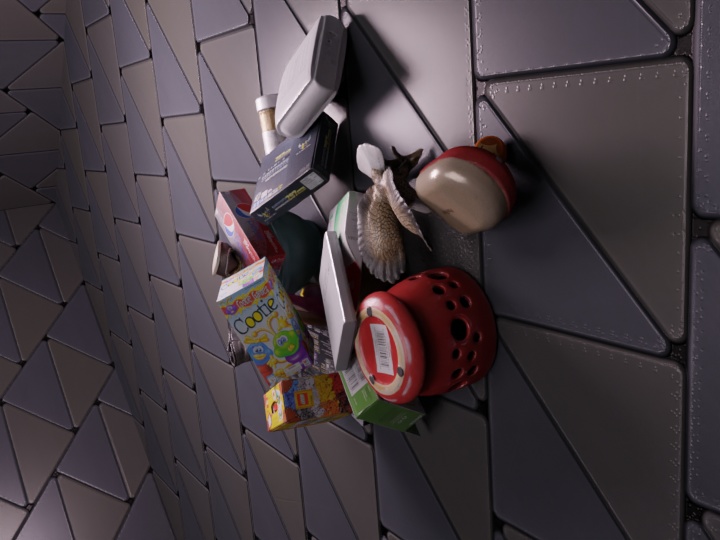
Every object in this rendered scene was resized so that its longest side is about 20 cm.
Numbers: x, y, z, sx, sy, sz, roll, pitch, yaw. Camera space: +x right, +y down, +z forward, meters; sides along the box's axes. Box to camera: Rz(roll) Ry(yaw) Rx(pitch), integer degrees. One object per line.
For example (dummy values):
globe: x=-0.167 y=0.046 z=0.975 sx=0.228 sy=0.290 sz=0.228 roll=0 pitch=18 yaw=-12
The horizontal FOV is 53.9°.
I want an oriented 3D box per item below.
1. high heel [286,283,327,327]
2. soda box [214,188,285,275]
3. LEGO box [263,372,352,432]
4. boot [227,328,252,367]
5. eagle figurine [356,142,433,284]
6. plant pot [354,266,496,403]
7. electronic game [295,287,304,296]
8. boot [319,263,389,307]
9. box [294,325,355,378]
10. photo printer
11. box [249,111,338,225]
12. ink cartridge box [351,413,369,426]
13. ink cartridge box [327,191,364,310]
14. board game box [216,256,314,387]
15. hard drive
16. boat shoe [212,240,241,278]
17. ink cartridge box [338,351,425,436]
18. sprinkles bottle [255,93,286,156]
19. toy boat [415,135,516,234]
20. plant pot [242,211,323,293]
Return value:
high heel: x=-0.151 y=0.090 z=1.429 sx=0.097 sy=0.195 sz=0.068 roll=64 pitch=148 yaw=30
soda box: x=-0.228 y=-0.075 z=1.449 sx=0.202 sy=0.062 sz=0.071 roll=55 pitch=140 yaw=29
LEGO box: x=-0.101 y=0.260 z=1.395 sx=0.200 sy=0.145 sz=0.079 roll=135 pitch=127 yaw=-65
boot: x=-0.239 y=0.133 z=1.607 sx=0.202 sy=0.127 sz=0.072 roll=-106 pitch=15 yaw=-58
eagle figurine: x=0.060 y=-0.106 z=1.169 sx=0.147 sy=0.204 sz=0.153 roll=0 pitch=147 yaw=20
plant pot: x=0.095 y=0.109 z=1.163 sx=0.199 sy=0.179 sz=0.206 roll=26 pitch=122 yaw=52
electronic game: x=-0.151 y=0.104 z=1.650 sx=0.198 sy=0.041 sz=0.206 roll=25 pitch=121 yaw=50
boot: x=0.000 y=0.000 z=1.379 sx=0.176 sy=0.065 sz=0.203 roll=49 pitch=134 yaw=32
box: x=-0.088 y=0.178 z=1.542 sx=0.197 sy=0.043 sz=0.165 roll=20 pitch=119 yaw=40
photo printer: x=-0.100 y=-0.359 z=1.348 sx=0.199 sy=0.068 sz=0.171 roll=-36 pitch=42 yaw=54
box: x=-0.132 y=-0.201 z=1.399 sx=0.198 sy=0.051 sz=0.161 roll=-28 pitch=41 yaw=38
ink cartridge box: x=0.036 y=0.190 z=1.352 sx=0.044 sy=0.092 sz=0.206 roll=31 pitch=125 yaw=47
ink cartridge box: x=-0.033 y=-0.025 z=1.292 sx=0.161 sy=0.049 sz=0.206 roll=151 pitch=129 yaw=-73
board game box: x=-0.178 y=0.099 z=1.354 sx=0.203 sy=0.103 sz=0.103 roll=61 pitch=-174 yaw=-20
hard drive: x=-0.042 y=0.051 z=1.233 sx=0.134 sy=0.026 sz=0.203 roll=101 pitch=162 yaw=-46
boat shoe: x=-0.277 y=-0.016 z=1.484 sx=0.200 sy=0.058 sz=0.074 roll=147 pitch=135 yaw=-78
ink cartridge box: x=0.054 y=0.223 z=1.271 sx=0.059 sy=0.198 sz=0.105 roll=-41 pitch=49 yaw=20
sprinkles bottle: x=-0.179 y=-0.277 z=1.543 sx=0.068 sy=0.067 sz=0.206 roll=-4 pitch=97 yaw=56
toy boat: x=0.167 y=-0.139 z=1.033 sx=0.129 sy=0.132 sz=0.200 roll=37 pitch=175 yaw=-6
plant pot: x=-0.161 y=-0.041 z=1.535 sx=0.198 sy=0.131 sz=0.206 roll=23 pitch=118 yaw=50
